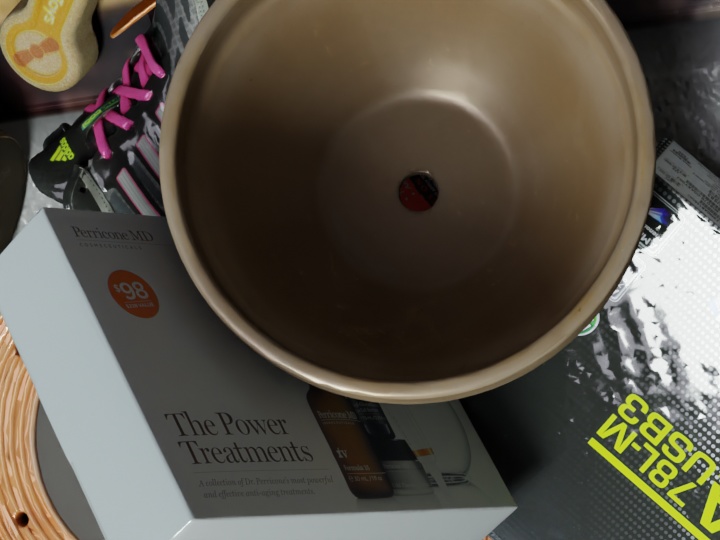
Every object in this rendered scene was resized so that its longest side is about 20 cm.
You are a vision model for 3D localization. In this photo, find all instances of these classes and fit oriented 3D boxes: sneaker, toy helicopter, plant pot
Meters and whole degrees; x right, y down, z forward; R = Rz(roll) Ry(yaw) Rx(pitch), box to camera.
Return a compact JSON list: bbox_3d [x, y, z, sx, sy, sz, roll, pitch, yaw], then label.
[{"bbox_3d":[-0.098,-0.056,1.169,0.087,0.074,0.200,2,119,-19],"label":"sneaker"},{"bbox_3d":[-0.115,-0.150,1.210,0.132,0.079,0.200,30,138,3],"label":"toy helicopter"},{"bbox_3d":[0.021,-0.040,1.108,0.200,0.093,0.201,-1,79,3],"label":"plant pot"}]

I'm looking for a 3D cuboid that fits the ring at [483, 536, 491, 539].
[{"bbox_3d":[0.144,0.155,1.236,0.200,0.019,0.201,15,122,25],"label":"ring"}]

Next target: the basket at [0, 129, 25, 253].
[{"bbox_3d":[-0.277,-0.051,1.314,0.200,0.136,0.181,25,120,14],"label":"basket"}]

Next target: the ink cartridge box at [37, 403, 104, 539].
[{"bbox_3d":[-0.202,0.141,1.397,0.200,0.084,0.146,-29,99,38],"label":"ink cartridge box"}]

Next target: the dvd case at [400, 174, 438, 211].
[{"bbox_3d":[0.000,0.000,1.239,0.200,0.022,0.146,-37,93,38],"label":"dvd case"}]

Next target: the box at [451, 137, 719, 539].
[{"bbox_3d":[0.145,0.076,1.154,0.200,0.048,0.193,41,120,4],"label":"box"}]

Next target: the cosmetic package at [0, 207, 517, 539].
[{"bbox_3d":[-0.043,0.051,1.110,0.052,0.200,0.151,-46,60,29],"label":"cosmetic package"}]

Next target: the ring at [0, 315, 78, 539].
[{"bbox_3d":[-0.092,0.080,1.266,0.200,0.019,0.201,1,94,17],"label":"ring"}]
